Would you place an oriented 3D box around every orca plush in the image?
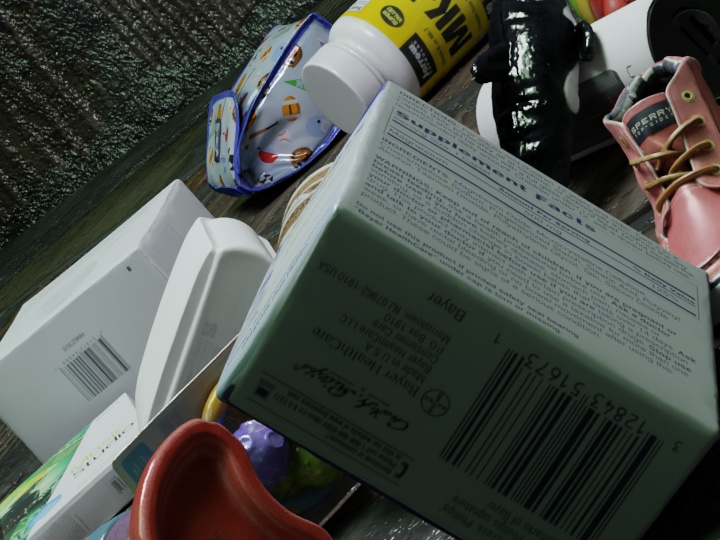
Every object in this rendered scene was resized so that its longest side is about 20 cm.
[{"bbox_3d":[0.093,-0.108,1.484,0.105,0.071,0.201,-19,58,58],"label":"orca plush"}]

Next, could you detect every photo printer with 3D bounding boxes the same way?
[{"bbox_3d":[-0.113,0.047,1.692,0.200,0.069,0.167,-127,56,-79],"label":"photo printer"}]

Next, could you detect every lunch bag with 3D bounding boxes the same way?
[{"bbox_3d":[-0.091,-0.168,2.475,0.200,0.124,0.170,-57,13,-6],"label":"lunch bag"}]

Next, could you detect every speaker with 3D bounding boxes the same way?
[{"bbox_3d":[0.163,-0.125,1.530,0.081,0.081,0.200,-48,14,-31],"label":"speaker"}]

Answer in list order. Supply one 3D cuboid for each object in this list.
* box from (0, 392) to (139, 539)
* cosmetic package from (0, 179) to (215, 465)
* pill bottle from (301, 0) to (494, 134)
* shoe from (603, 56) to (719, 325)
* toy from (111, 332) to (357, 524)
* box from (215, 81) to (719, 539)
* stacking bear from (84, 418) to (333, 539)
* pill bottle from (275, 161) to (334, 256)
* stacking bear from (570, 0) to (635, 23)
[{"bbox_3d":[-0.219,0.168,1.814,0.144,0.036,0.200,-42,10,-5],"label":"box"},{"bbox_3d":[-0.209,0.049,2.011,0.199,0.123,0.200,-38,13,17],"label":"cosmetic package"},{"bbox_3d":[0.042,-0.229,2.257,0.200,0.114,0.114,-46,12,-21],"label":"pill bottle"},{"bbox_3d":[0.166,-0.045,1.181,0.071,0.091,0.200,-37,12,21],"label":"shoe"},{"bbox_3d":[-0.031,0.082,1.307,0.200,0.115,0.047,-47,16,-26],"label":"toy"},{"bbox_3d":[0.052,0.027,1.018,0.105,0.184,0.200,-57,4,20],"label":"box"},{"bbox_3d":[-0.120,0.191,1.229,0.200,0.121,0.114,-44,-1,39],"label":"stacking bear"},{"bbox_3d":[0.000,0.000,1.516,0.114,0.114,0.200,-39,11,10],"label":"pill bottle"},{"bbox_3d":[0.203,-0.210,1.636,0.114,0.122,0.200,-37,19,12],"label":"stacking bear"}]
